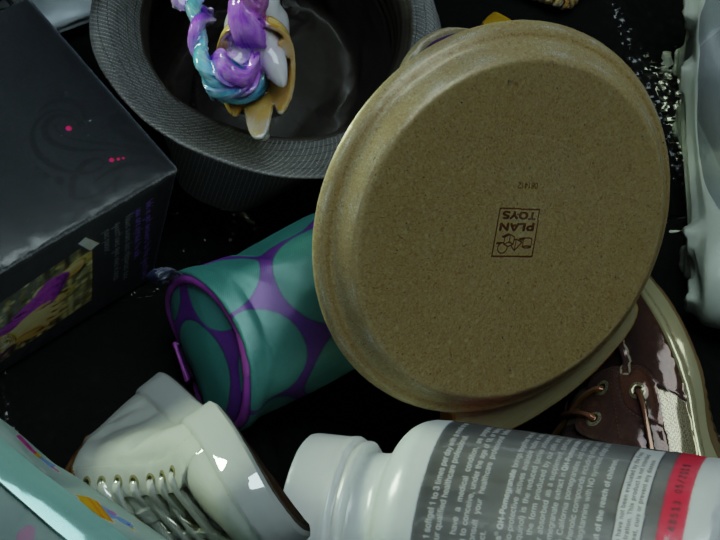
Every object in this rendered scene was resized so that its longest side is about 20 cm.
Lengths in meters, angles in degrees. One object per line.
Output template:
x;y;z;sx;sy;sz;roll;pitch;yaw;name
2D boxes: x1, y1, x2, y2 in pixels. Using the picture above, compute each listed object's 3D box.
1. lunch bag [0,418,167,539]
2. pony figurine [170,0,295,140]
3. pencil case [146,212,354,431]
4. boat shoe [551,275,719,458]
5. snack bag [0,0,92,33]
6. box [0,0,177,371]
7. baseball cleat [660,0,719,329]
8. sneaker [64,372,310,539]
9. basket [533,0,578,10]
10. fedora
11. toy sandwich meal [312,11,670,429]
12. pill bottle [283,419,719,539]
-0.154;0.134;1.152;0.170;0.200;0.122;38;60;11;lunch bag
-0.044;-0.185;1.269;0.166;0.193;0.200;1;48;0;pony figurine
0.000;0.000;1.330;0.200;0.092;0.085;-27;104;-25;pencil case
0.126;0.079;1.320;0.072;0.072;0.200;-11;69;-19;boat shoe
-0.246;-0.172;1.420;0.200;0.021;0.189;-26;69;-26;snack bag
-0.203;-0.017;1.286;0.200;0.106;0.122;-33;71;-27;box
0.210;-0.061;1.417;0.106;0.070;0.200;1;70;2;baseball cleat
-0.082;0.103;1.207;0.085;0.200;0.073;-38;104;-11;sneaker
0.067;-0.260;1.512;0.200;0.149;0.143;24;26;4;basket
-0.051;-0.099;1.375;0.177;0.090;0.200;15;52;-4;fedora
0.057;-0.024;1.261;0.205;0.206;0.070;-19;26;-21;toy sandwich meal
0.068;0.127;1.234;0.200;0.111;0.111;7;56;16;pill bottle
